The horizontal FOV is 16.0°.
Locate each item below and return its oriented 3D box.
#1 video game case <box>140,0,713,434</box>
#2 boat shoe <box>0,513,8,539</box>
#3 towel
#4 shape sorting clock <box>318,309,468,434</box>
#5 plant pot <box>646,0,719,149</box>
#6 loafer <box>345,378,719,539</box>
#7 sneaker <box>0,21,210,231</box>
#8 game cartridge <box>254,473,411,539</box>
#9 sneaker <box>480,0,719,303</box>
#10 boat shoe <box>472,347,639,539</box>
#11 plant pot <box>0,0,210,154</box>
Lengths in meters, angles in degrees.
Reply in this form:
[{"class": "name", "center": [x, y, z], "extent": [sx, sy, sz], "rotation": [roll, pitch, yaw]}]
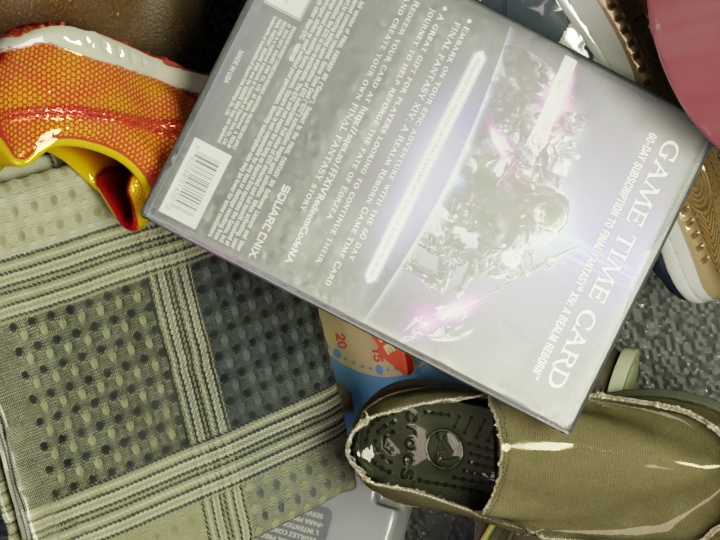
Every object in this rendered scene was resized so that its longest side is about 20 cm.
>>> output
[{"class": "video game case", "center": [0.029, -0.041, 1.058], "extent": [0.199, 0.019, 0.144], "rotation": [27, 87, -3]}, {"class": "boat shoe", "center": [-0.130, 0.097, 1.246], "extent": [0.199, 0.071, 0.091], "rotation": [9, 137, 4]}, {"class": "towel", "center": [-0.095, 0.037, 1.134], "extent": [0.034, 0.199, 0.194], "rotation": [-5, 100, 46]}, {"class": "shape sorting clock", "center": [0.000, 0.000, 1.201], "extent": [0.199, 0.039, 0.201], "rotation": [14, 116, 31]}, {"class": "plant pot", "center": [0.216, -0.117, 0.981], "extent": [0.178, 0.200, 0.201], "rotation": [-12, 105, 45]}, {"class": "loafer", "center": [0.080, 0.088, 1.111], "extent": [0.199, 0.070, 0.076], "rotation": [2, 94, 25]}, {"class": "sneaker", "center": [-0.074, -0.050, 1.103], "extent": [0.073, 0.199, 0.078], "rotation": [-5, 77, 60]}, {"class": "game cartridge", "center": [-0.080, 0.143, 1.275], "extent": [0.199, 0.042, 0.134], "rotation": [14, 88, 20]}, {"class": "sneaker", "center": [0.085, -0.067, 1.125], "extent": [0.108, 0.070, 0.201], "rotation": [-23, 92, 27]}, {"class": "boat shoe", "center": [0.077, 0.114, 1.201], "extent": [0.060, 0.072, 0.202], "rotation": [24, 121, 12]}, {"class": "plant pot", "center": [-0.142, -0.129, 1.166], "extent": [0.186, 0.187, 0.201], "rotation": [7, 127, 24]}]
